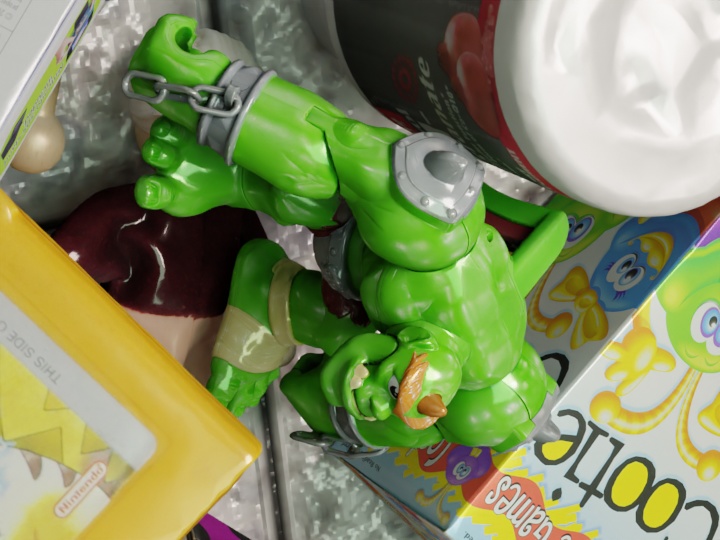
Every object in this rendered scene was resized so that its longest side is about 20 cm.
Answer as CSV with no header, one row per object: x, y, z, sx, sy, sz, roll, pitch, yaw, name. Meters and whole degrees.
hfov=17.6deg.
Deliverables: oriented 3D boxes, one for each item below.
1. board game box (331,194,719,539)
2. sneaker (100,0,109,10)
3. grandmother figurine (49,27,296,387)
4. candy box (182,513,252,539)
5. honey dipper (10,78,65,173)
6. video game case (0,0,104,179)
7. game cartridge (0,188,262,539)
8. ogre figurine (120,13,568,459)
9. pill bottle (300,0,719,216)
0.105,0.041,0.912,0.200,0.103,0.105,-48,118,-7,board game box
-0.118,-0.130,0.721,0.199,0.081,0.115,-41,88,13,sneaker
-0.075,0.011,0.846,0.121,0.060,0.200,5,100,-50,grandmother figurine
-0.076,0.196,0.853,0.136,0.061,0.200,35,110,-29,candy box
-0.094,-0.129,0.769,0.038,0.038,0.200,6,107,-27,honey dipper
-0.194,-0.056,0.621,0.200,0.045,0.182,27,71,0,video game case
-0.163,0.054,0.780,0.200,0.032,0.176,44,85,-6,game cartridge
0.000,0.000,0.785,0.098,0.120,0.200,-42,134,-45,ogre figurine
0.054,-0.091,0.795,0.110,0.200,0.111,-7,106,-24,pill bottle
